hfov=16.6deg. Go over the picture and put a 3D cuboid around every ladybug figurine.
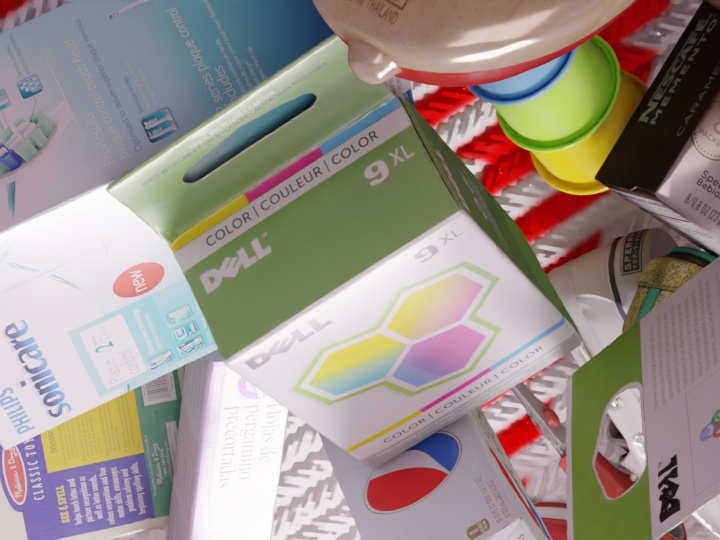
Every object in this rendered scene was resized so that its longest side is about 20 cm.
[{"bbox_3d":[0.056,-0.135,0.853,0.200,0.135,0.072,-50,157,-20],"label":"ladybug figurine"}]

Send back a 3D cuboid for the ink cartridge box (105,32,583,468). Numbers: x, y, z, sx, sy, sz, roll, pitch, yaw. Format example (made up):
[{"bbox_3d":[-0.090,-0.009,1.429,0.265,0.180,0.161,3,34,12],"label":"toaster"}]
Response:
[{"bbox_3d":[0.000,0.000,0.922,0.104,0.060,0.200,-32,151,9],"label":"ink cartridge box"}]

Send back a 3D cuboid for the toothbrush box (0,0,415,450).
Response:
[{"bbox_3d":[-0.080,-0.035,0.950,0.199,0.086,0.147,-24,151,-6],"label":"toothbrush box"}]

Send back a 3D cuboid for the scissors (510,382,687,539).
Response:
[{"bbox_3d":[0.092,0.080,1.111,0.014,0.073,0.200,-33,118,23],"label":"scissors"}]

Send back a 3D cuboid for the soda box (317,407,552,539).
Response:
[{"bbox_3d":[0.032,0.093,1.029,0.063,0.200,0.068,-34,117,3],"label":"soda box"}]

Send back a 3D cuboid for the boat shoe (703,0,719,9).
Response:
[{"bbox_3d":[0.134,-0.158,0.940,0.074,0.203,0.075,21,110,-24],"label":"boat shoe"}]

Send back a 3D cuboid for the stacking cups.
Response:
[{"bbox_3d":[0.059,-0.098,0.980,0.060,0.061,0.200,-39,145,5],"label":"stacking cups"}]

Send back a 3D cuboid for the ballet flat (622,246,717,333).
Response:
[{"bbox_3d":[0.182,0.064,1.061,0.200,0.071,0.071,36,102,-32],"label":"ballet flat"}]

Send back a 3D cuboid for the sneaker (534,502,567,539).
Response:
[{"bbox_3d":[0.127,0.175,1.136,0.199,0.116,0.079,15,110,-19],"label":"sneaker"}]

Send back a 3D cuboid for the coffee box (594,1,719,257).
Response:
[{"bbox_3d":[0.214,-0.030,1.008,0.199,0.080,0.115,32,90,-14],"label":"coffee box"}]

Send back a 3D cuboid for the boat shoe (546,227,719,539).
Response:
[{"bbox_3d":[0.144,0.070,1.123,0.065,0.072,0.200,-16,127,26],"label":"boat shoe"}]

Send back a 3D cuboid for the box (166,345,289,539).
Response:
[{"bbox_3d":[-0.060,0.104,1.070,0.038,0.042,0.201,-3,126,-17],"label":"box"}]

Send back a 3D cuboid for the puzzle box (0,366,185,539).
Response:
[{"bbox_3d":[-0.144,0.030,1.057,0.132,0.025,0.201,-12,115,-10],"label":"puzzle box"}]

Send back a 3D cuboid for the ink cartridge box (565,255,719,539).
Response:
[{"bbox_3d":[0.171,0.044,0.902,0.200,0.148,0.076,-39,112,24],"label":"ink cartridge box"}]
